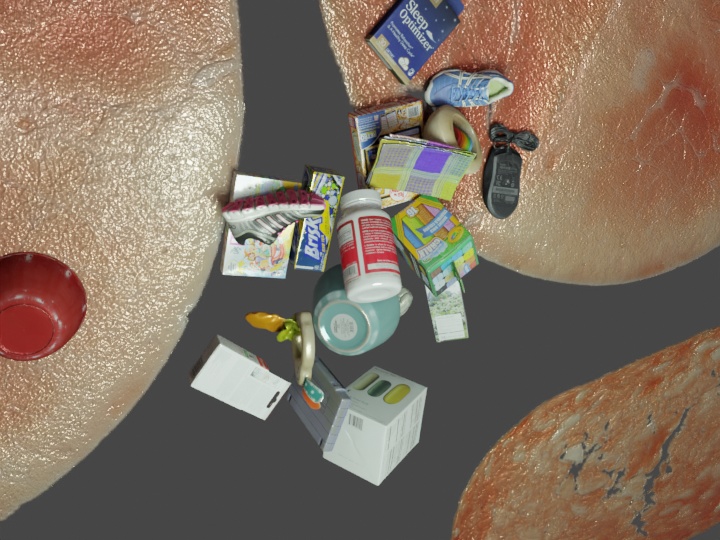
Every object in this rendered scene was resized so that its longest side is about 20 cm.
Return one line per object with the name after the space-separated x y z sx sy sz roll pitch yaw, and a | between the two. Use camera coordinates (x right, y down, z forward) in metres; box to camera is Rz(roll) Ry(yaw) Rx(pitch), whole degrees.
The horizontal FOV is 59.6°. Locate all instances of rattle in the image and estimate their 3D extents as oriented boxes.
-0.155 0.187 1.306 0.141 0.129 0.205 4 81 -35 | rattle

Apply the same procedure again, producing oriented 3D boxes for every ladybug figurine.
0.190 -0.263 1.304 0.199 0.071 0.139 19 62 -53 | ladybug figurine

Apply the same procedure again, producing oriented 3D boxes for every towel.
0.114 -0.199 1.240 0.196 0.023 0.144 8 144 -15 | towel

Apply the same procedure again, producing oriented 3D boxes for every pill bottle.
0.013 -0.049 1.230 0.110 0.112 0.204 0 71 -24 | pill bottle

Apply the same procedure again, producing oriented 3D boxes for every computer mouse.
0.325 -0.219 1.428 0.136 0.053 0.204 8 96 -25 | computer mouse

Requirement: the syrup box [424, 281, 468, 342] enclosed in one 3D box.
0.195 0.058 1.451 0.077 0.082 0.203 -9 117 11 | syrup box

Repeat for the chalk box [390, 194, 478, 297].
0.164 -0.042 1.320 0.123 0.201 0.125 -37 150 -5 | chalk box

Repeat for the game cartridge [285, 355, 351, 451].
-0.092 0.275 1.358 0.038 0.200 0.132 16 105 -36 | game cartridge

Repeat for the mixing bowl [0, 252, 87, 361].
-0.588 0.081 1.109 0.196 0.108 0.204 -9 115 -21 | mixing bowl

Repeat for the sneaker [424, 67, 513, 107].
0.225 -0.377 1.296 0.196 0.077 0.077 -15 119 -16 | sneaker

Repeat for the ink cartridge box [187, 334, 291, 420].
-0.258 0.233 1.355 0.199 0.050 0.110 35 94 -32 | ink cartridge box

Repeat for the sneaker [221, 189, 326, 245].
-0.161 -0.096 1.201 0.196 0.074 0.089 -10 120 -7 | sneaker

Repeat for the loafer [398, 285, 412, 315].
0.035 0.112 1.423 0.198 0.071 0.070 -35 151 7 | loafer

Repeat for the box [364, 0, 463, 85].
0.114 -0.483 1.229 0.121 0.032 0.201 40 91 -31 | box

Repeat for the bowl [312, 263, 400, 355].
-0.021 0.095 1.314 0.196 0.105 0.205 5 110 12 | bowl

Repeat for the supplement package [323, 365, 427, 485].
0.035 0.343 1.423 0.199 0.150 0.154 -25 127 -55 | supplement package

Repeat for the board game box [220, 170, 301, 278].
-0.200 -0.088 1.253 0.132 0.034 0.204 3 110 -25 | board game box

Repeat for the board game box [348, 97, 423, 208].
0.062 -0.238 1.300 0.149 0.046 0.204 -17 117 -17 | board game box

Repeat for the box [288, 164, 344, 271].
-0.093 -0.104 1.277 0.069 0.064 0.204 5 108 -25 | box
